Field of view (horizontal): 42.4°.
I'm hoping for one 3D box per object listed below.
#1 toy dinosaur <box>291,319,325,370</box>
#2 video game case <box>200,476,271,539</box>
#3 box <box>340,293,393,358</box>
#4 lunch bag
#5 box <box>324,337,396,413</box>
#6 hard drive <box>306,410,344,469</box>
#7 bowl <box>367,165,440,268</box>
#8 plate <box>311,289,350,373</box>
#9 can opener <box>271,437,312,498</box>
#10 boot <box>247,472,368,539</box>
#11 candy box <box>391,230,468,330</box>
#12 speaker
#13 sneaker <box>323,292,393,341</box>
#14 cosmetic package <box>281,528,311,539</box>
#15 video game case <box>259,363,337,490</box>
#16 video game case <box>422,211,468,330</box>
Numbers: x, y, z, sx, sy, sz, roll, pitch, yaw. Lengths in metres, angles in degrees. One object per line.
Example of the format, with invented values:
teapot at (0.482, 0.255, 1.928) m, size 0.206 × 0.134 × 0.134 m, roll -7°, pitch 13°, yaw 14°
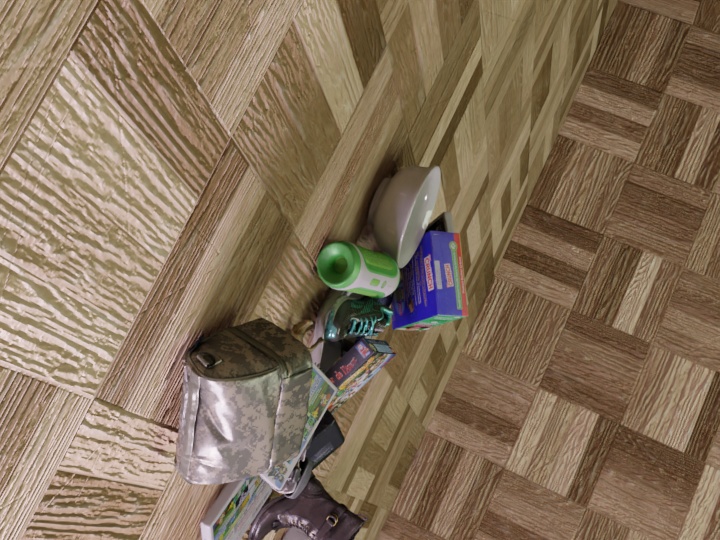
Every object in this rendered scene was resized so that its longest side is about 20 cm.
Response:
toy dinosaur at (-0.117, 0.162, 1.599) m, size 0.101 × 0.058 × 0.202 m, roll -10°, pitch 122°, yaw -54°
video game case at (-0.213, 0.410, 1.621) m, size 0.201 × 0.022 × 0.184 m, roll -54°, pitch 160°, yaw -40°
box at (0.016, 0.095, 1.849) m, size 0.201 × 0.032 × 0.122 m, roll -57°, pitch 164°, yaw -34°
lunch bag at (-0.169, 0.179, 1.250) m, size 0.167 × 0.139 × 0.202 m, roll -20°, pitch 131°, yaw -47°
box at (-0.033, 0.210, 1.764) m, size 0.200 × 0.038 × 0.136 m, roll -44°, pitch 162°, yaw 11°
hard drive at (-0.098, 0.352, 1.833) m, size 0.139 × 0.033 × 0.200 m, roll -39°, pitch 161°, yaw -10°
bowl at (0.073, -0.115, 1.745) m, size 0.202 × 0.089 × 0.202 m, roll 90°, pitch 26°, yaw -57°
plate at (-0.042, 0.091, 1.760) m, size 0.200 × 0.032 × 0.202 m, roll -52°, pitch 159°, yaw -47°
can opener at (-0.103, 0.298, 1.635) m, size 0.067 × 0.053 × 0.202 m, roll 44°, pitch 60°, yaw -54°
boot at (-0.104, 0.507, 1.820) m, size 0.200 × 0.174 × 0.069 m, roll -44°, pitch 163°, yaw -6°
candy box at (0.133, 0.025, 1.891) m, size 0.200 × 0.076 × 0.172 m, roll 154°, pitch -66°, yaw -64°
speaker at (0.000, 0.000, 1.624) m, size 0.200 × 0.088 × 0.089 m, roll 15°, pitch 98°, yaw -65°
sneaker at (0.001, 0.086, 1.667) m, size 0.200 × 0.090 × 0.078 m, roll -33°, pitch 142°, yaw -64°
cosmetic package at (-0.131, 0.715, 2.090) m, size 0.200 × 0.166 × 0.168 m, roll -52°, pitch 160°, yaw -41°
video game case at (-0.132, 0.233, 1.523) m, size 0.201 × 0.022 × 0.183 m, roll -59°, pitch 138°, yaw -21°
video game case at (0.158, 0.004, 1.952) m, size 0.182 × 0.023 × 0.203 m, roll 140°, pitch -55°, yaw -59°
